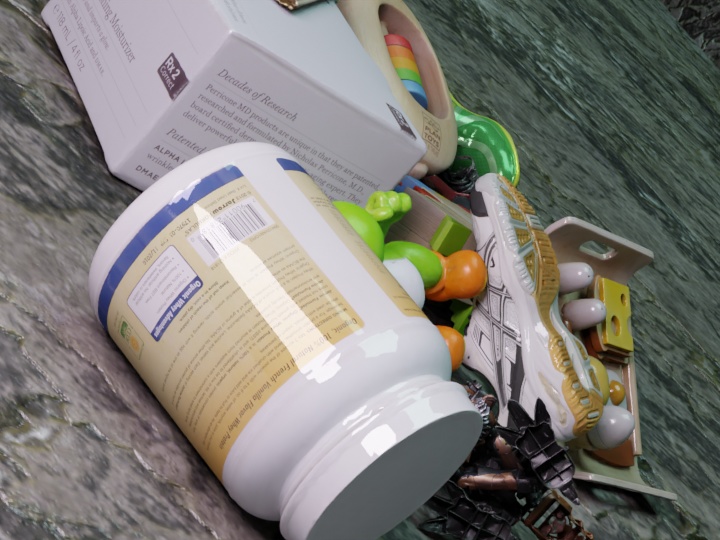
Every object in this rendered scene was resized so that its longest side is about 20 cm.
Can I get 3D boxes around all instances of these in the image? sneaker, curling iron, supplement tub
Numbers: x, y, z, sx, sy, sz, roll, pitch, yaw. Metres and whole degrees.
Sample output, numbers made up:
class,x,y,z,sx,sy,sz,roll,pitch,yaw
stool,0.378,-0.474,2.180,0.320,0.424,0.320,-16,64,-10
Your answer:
class,x,y,z,sx,sy,sz,roll,pitch,yaw
sneaker,0.063,-0.132,1.992,0.200,0.074,0.083,48,36,20
curling iron,0.090,-0.060,1.868,0.200,0.049,0.026,-115,-173,-69
supplement tub,-0.040,0.044,1.197,0.200,0.144,0.144,51,19,22
sneaker,0.100,0.031,1.566,0.076,0.087,0.201,11,59,-59

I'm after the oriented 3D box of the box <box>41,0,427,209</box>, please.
class,x,y,z,sx,sy,sz,roll,pitch,yaw
box,-0.089,-0.132,1.525,0.200,0.131,0.199,28,22,-40

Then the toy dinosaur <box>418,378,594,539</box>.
class,x,y,z,sx,sy,sz,roll,pitch,yaw
toy dinosaur,0.094,0.126,1.408,0.199,0.103,0.136,22,0,2

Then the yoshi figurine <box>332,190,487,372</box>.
class,x,y,z,sx,sy,sz,roll,pitch,yaw
yoshi figurine,0.009,0.005,1.470,0.199,0.112,0.113,22,33,-43

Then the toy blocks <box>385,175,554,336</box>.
class,x,y,z,sx,sy,sz,roll,pitch,yaw
toy blocks,0.069,-0.021,1.702,0.137,0.100,0.200,37,9,37

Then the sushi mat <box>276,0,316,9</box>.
class,x,y,z,sx,sy,sz,roll,pitch,yaw
sushi mat,-0.059,-0.228,1.581,0.096,0.012,0.200,43,16,1

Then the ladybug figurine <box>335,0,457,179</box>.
class,x,y,z,sx,sy,sz,roll,pitch,yaw
ladybug figurine,0.019,-0.150,1.811,0.136,0.072,0.201,35,32,-42

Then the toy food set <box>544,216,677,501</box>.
class,x,y,z,sx,sy,sz,roll,pitch,yaw
toy food set,0.195,0.070,1.674,0.143,0.060,0.201,18,65,-53
